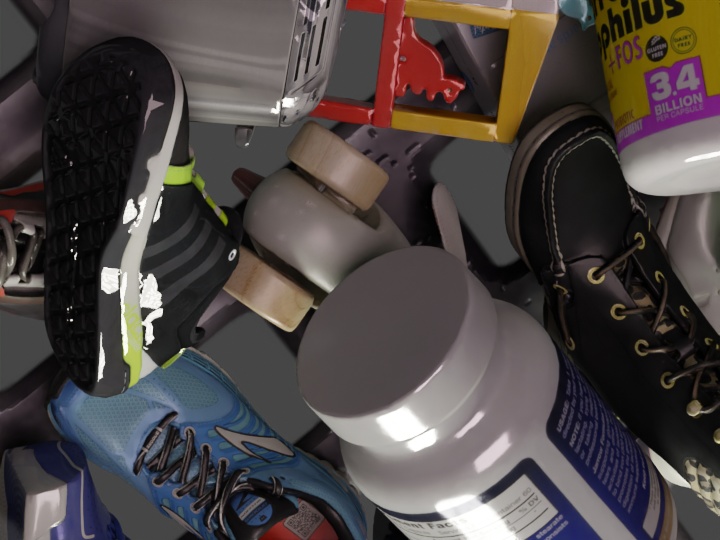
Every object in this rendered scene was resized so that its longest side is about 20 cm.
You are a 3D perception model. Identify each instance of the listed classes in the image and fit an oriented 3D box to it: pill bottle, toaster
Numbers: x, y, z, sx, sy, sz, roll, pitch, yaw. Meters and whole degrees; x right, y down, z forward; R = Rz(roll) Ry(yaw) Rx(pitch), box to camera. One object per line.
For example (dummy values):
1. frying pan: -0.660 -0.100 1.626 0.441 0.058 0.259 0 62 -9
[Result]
1. pill bottle: 0.061 0.085 0.831 0.116 0.116 0.200 -43 127 -2
2. pill bottle: 0.156 -0.142 0.806 0.104 0.104 0.201 -6 80 -15
3. toaster: -0.064 -0.156 0.769 0.129 0.114 0.201 11 110 -1

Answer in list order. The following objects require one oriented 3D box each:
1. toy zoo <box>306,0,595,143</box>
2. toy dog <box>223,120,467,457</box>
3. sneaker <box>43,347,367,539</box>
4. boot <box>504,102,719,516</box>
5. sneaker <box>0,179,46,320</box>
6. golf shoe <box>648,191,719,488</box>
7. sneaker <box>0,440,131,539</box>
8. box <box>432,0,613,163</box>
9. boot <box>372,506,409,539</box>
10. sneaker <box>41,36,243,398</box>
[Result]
1. toy zoo: 0.015 -0.134 0.838 0.199 0.020 0.132 8 106 2
2. toy dog: 0.000 0.000 0.887 0.132 0.096 0.200 -37 127 -8
3. sneaker: -0.067 0.101 0.878 0.200 0.090 0.079 33 93 -21
4. boot: 0.149 0.025 0.855 0.073 0.154 0.204 -32 135 -14
5. sneaker: -0.164 -0.006 0.824 0.199 0.082 0.077 4 103 -18
6. golf shoe: 0.206 0.035 0.937 0.075 0.091 0.201 -13 113 -23
7. sneaker: -0.118 0.173 0.895 0.115 0.081 0.200 -12 115 -18
8. box: 0.120 -0.142 0.897 0.156 0.041 0.200 -34 110 -5
9. boot: 0.061 0.210 0.925 0.097 0.075 0.201 12 69 -28
10. sneaker: -0.092 -0.027 0.774 0.083 0.072 0.200 -20 146 -32
